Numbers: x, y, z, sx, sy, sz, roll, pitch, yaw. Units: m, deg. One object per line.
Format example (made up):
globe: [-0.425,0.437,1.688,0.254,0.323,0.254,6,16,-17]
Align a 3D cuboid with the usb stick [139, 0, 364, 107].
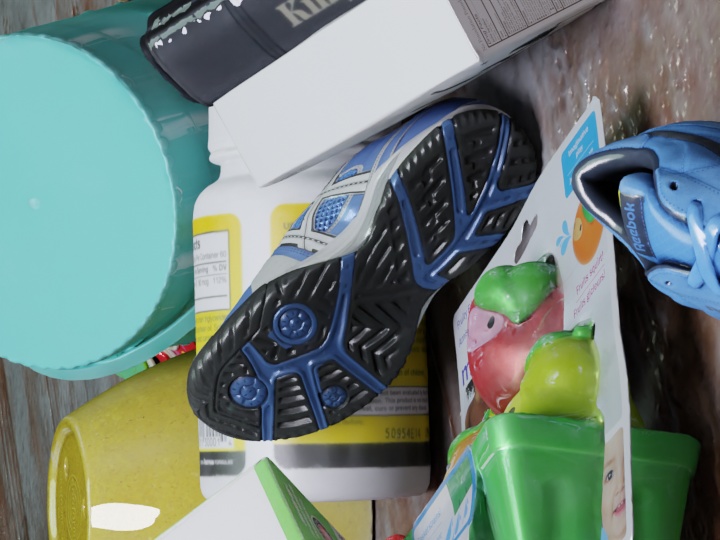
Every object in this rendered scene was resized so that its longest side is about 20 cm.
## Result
usb stick: [-0.014,-0.137,1.172,0.200,0.055,0.033,-28,26,27]

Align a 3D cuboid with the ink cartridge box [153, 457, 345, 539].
ink cartridge box: [0.003,0.196,1.068,0.200,0.084,0.146,50,-176,-32]

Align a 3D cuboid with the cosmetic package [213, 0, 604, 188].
cosmetic package: [0.019,-0.095,1.121,0.200,0.083,0.051,-26,91,59]

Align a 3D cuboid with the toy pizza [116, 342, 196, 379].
toy pizza: [-0.146,0.014,1.538,0.200,0.032,0.200,32,153,18]

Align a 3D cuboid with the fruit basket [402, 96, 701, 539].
fruit basket: [0.065,0.060,1.043,0.185,0.094,0.200,120,148,-55]

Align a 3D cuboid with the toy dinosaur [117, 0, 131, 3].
toy dinosaur: [-0.117,-0.158,1.485,0.101,0.058,0.200,68,-149,-71]

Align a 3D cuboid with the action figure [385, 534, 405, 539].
action figure: [-0.005,0.226,1.249,0.099,0.065,0.200,90,-164,-57]

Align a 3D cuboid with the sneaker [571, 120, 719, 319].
sneaker: [0.135,-0.001,0.866,0.200,0.078,0.066,-136,51,-62]

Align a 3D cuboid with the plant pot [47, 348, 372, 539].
plant pot: [-0.093,0.130,1.411,0.200,0.142,0.200,179,90,-71]

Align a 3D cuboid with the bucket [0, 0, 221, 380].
bucket: [-0.135,-0.044,1.369,0.207,0.135,0.207,7,104,29]

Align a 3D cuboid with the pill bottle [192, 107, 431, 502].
pill bottle: [-0.025,0.012,1.259,0.114,0.114,0.200,170,100,-70]

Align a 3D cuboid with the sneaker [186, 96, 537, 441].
sneaker: [0.000,0.000,1.173,0.200,0.076,0.077,-42,20,8]
